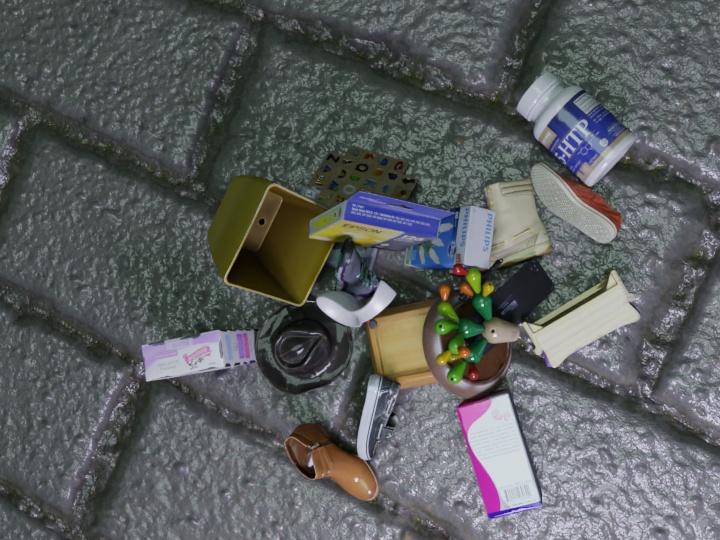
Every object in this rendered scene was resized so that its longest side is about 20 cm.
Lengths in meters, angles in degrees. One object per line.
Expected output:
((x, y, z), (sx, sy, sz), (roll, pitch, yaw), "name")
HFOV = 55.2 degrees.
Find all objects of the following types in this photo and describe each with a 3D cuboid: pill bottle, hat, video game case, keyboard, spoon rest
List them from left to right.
((-0.115, 0.146, 1.358), (0.197, 0.081, 0.204), (0, 79, 0), "hat")
((-0.051, -0.080, 1.409), (0.197, 0.019, 0.145), (17, 90, 16), "video game case")
((-0.015, 0.068, 1.288), (0.099, 0.199, 0.061), (40, 59, -19), "spoon rest")
((0.250, 0.047, 1.242), (0.199, 0.021, 0.128), (-40, 103, -11), "keyboard")
((0.387, -0.263, 1.258), (0.120, 0.120, 0.200), (-46, 77, 7), "pill bottle")

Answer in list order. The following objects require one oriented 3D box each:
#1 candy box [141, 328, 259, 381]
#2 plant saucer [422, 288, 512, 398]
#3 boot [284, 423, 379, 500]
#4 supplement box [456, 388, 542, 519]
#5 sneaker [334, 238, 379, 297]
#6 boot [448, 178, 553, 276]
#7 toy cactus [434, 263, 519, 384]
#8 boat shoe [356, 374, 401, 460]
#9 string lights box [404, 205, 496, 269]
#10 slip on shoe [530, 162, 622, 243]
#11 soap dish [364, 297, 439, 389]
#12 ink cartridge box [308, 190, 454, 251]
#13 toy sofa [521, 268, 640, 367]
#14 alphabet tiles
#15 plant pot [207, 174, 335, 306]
((-0.306, 0.164, 1.362), (0.165, 0.200, 0.073), (-11, 84, 12), "candy box")
((0.204, 0.131, 1.260), (0.197, 0.032, 0.204), (6, 76, -24), "plant saucer")
((-0.058, 0.375, 1.307), (0.199, 0.155, 0.074), (39, 95, 13), "boot")
((0.254, 0.329, 1.259), (0.100, 0.103, 0.203), (-17, 83, 13), "supplement box")
((0.000, 0.000, 1.300), (0.086, 0.200, 0.075), (15, 73, 2), "sneaker")
((0.247, -0.080, 1.304), (0.197, 0.073, 0.158), (-17, 83, 11), "boot")
((0.205, 0.096, 1.183), (0.163, 0.102, 0.203), (8, 83, -25), "toy cactus")
((0.037, 0.287, 1.298), (0.070, 0.072, 0.202), (13, 125, 8), "boat shoe")
((0.161, -0.057, 1.266), (0.058, 0.199, 0.105), (10, 85, -27), "string lights box")
((0.399, -0.132, 1.280), (0.061, 0.074, 0.200), (-38, 68, -27), "slip on shoe")
((0.110, 0.141, 1.319), (0.197, 0.081, 0.160), (-12, 83, 12), "soap dish")
((0.035, -0.081, 1.240), (0.195, 0.199, 0.048), (9, 79, -27), "ink cartridge box")
((0.397, 0.087, 1.250), (0.199, 0.083, 0.098), (-33, 84, 10), "toy sofa")
((0.006, -0.175, 1.360), (0.197, 0.006, 0.168), (19, 56, 15), "alphabet tiles")
((-0.184, -0.077, 1.344), (0.176, 0.199, 0.202), (36, 101, 46), "plant pot")
